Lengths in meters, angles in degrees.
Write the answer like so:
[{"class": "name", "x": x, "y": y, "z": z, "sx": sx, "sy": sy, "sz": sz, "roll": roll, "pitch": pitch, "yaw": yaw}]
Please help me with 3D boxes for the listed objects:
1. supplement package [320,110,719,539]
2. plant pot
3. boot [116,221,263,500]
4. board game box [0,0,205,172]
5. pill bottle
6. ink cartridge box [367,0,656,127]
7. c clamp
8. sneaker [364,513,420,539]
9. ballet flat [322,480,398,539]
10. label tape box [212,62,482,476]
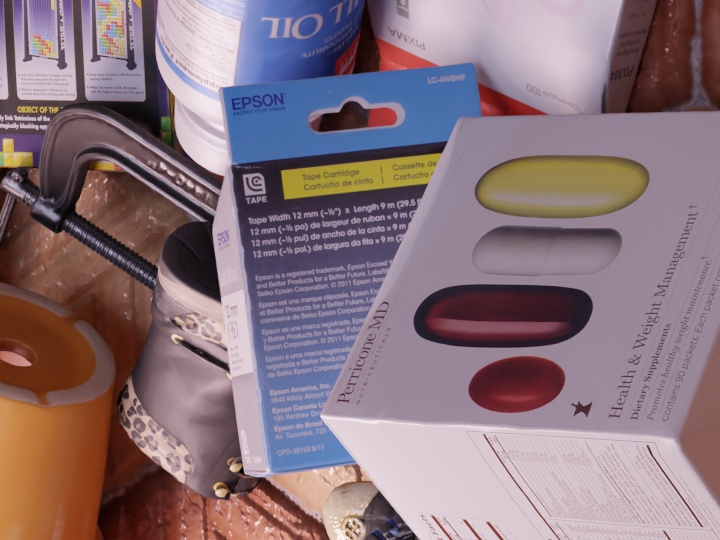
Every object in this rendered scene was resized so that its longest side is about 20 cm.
[{"class": "supplement package", "x": 0.125, "y": 0.040, "z": 1.363, "sx": 0.199, "sy": 0.192, "sz": 0.147, "roll": 0, "pitch": 143, "yaw": 37}, {"class": "plant pot", "x": -0.230, "y": 0.115, "z": 1.662, "sx": 0.200, "sy": 0.200, "sz": 0.184, "roll": 37, "pitch": 120, "yaw": 26}, {"class": "boot", "x": -0.042, "y": 0.074, "z": 1.593, "sx": 0.199, "sy": 0.073, "sz": 0.151, "roll": 29, "pitch": 136, "yaw": 0}, {"class": "board game box", "x": -0.171, "y": -0.143, "z": 1.665, "sx": 0.199, "sy": 0.057, "sz": 0.167, "roll": 4, "pitch": 99, "yaw": 37}, {"class": "pill bottle", "x": -0.052, "y": -0.146, "z": 1.510, "sx": 0.112, "sy": 0.112, "sz": 0.201, "roll": 41, "pitch": 147, "yaw": 24}, {"class": "ink cartridge box", "x": 0.069, "y": -0.116, "z": 1.493, "sx": 0.162, "sy": 0.057, "sz": 0.201, "roll": 26, "pitch": 108, "yaw": 31}, {"class": "c clamp", "x": -0.124, "y": -0.018, "z": 1.634, "sx": 0.199, "sy": 0.027, "sz": 0.171, "roll": 30, "pitch": 138, "yaw": 13}, {"class": "sneaker", "x": 0.093, "y": 0.130, "z": 1.499, "sx": 0.199, "sy": 0.085, "sz": 0.078, "roll": -22, "pitch": 77, "yaw": 11}, {"class": "ballet flat", "x": 0.051, "y": 0.182, "z": 1.555, "sx": 0.200, "sy": 0.057, "sz": 0.067, "roll": 39, "pitch": 118, "yaw": 25}, {"class": "label tape box", "x": 0.000, "y": 0.000, "z": 1.489, "sx": 0.066, "sy": 0.142, "sz": 0.202, "roll": 155, "pitch": 107, "yaw": -75}]
